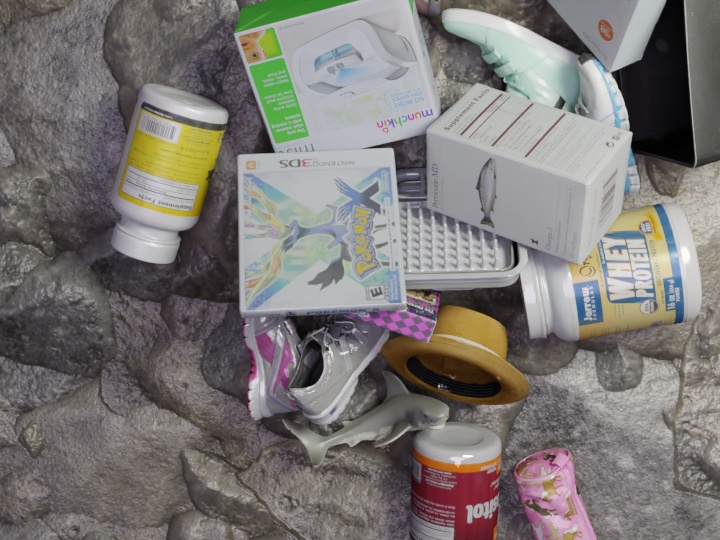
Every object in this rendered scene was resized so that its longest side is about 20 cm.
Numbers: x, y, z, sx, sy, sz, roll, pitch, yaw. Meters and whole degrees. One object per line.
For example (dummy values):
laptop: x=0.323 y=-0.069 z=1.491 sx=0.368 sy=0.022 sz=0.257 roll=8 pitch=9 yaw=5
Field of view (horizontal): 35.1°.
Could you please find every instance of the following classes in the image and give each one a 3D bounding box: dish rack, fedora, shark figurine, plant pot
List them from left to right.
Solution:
shark figurine: x=0.021 y=0.177 z=1.445 sx=0.214 sy=0.128 sz=0.090 roll=-17 pitch=88 yaw=21
dish rack: x=0.107 y=-0.045 z=1.344 sx=0.171 sy=0.200 sz=0.044 roll=-1 pitch=132 yaw=4
fedora: x=0.123 y=0.097 z=1.390 sx=0.200 sy=0.201 sz=0.082 roll=20 pitch=69 yaw=-1
plant pot: x=0.406 y=-0.237 z=1.272 sx=0.177 sy=0.200 sz=0.200 roll=-10 pitch=103 yaw=-7

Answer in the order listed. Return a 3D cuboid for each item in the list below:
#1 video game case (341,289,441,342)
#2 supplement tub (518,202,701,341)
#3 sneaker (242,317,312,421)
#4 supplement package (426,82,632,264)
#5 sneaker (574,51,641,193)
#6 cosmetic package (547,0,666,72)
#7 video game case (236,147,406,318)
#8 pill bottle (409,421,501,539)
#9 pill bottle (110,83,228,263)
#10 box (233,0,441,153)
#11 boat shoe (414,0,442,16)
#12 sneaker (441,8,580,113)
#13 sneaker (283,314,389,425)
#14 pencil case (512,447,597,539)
video game case: x=0.000 y=0.000 z=1.353 sx=0.200 sy=0.181 sz=0.036 roll=18 pitch=117 yaw=-1
supplement tub: x=0.289 y=0.005 z=1.352 sx=0.200 sy=0.145 sz=0.145 roll=-11 pitch=102 yaw=6
sneaker: x=-0.100 y=0.092 z=1.441 sx=0.088 sy=0.081 sz=0.200 roll=-2 pitch=110 yaw=0
supplement package: x=0.187 y=-0.112 z=1.291 sx=0.200 sy=0.117 sz=0.117 roll=22 pitch=138 yaw=27
sneaker: x=0.266 y=-0.157 z=1.319 sx=0.087 sy=0.075 sz=0.200 roll=-18 pitch=127 yaw=6
cosmetic package: x=0.248 y=-0.338 z=1.230 sx=0.052 sy=0.151 sz=0.200 roll=-26 pitch=64 yaw=-17
video game case: x=-0.046 y=-0.045 z=1.275 sx=0.182 sy=0.022 sz=0.200 roll=-3 pitch=65 yaw=-2
pill bottle: x=0.120 y=0.304 z=1.452 sx=0.113 sy=0.113 sz=0.200 roll=2 pitch=104 yaw=4
pill bottle: x=-0.238 y=-0.115 z=1.379 sx=0.111 sy=0.111 sz=0.200 roll=19 pitch=104 yaw=-1
box: x=-0.022 y=-0.234 z=1.317 sx=0.200 sy=0.097 sz=0.177 roll=-12 pitch=120 yaw=9
boat shoe: x=0.098 y=-0.391 z=1.314 sx=0.065 sy=0.072 sz=0.200 roll=18 pitch=108 yaw=-6
sneaker: x=0.171 y=-0.225 z=1.340 sx=0.200 sy=0.074 sz=0.118 roll=24 pitch=98 yaw=-4
sneaker: x=-0.025 y=0.087 z=1.394 sx=0.082 sy=0.075 sz=0.200 roll=38 pitch=70 yaw=-43
pencil case: x=0.262 y=0.327 z=1.463 sx=0.086 sy=0.083 sz=0.200 roll=-21 pitch=100 yaw=9
